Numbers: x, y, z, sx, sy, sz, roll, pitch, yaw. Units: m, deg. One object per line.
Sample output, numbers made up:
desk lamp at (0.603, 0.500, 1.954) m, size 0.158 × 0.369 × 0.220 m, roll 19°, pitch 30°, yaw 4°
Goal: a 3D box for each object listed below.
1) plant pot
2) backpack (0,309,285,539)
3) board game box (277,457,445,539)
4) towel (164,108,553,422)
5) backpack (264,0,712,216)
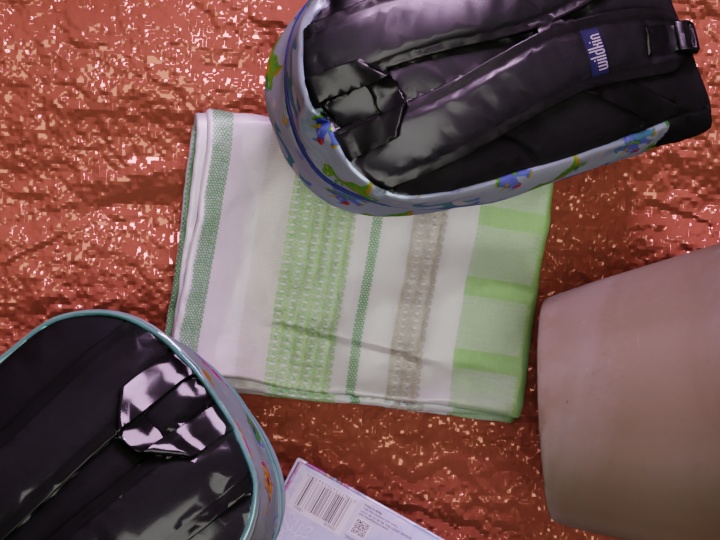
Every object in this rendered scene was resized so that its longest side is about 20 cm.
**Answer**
plant pot at (0.181, 0.069, 1.059) m, size 0.172 × 0.200 × 0.202 m, roll -3°, pitch 98°, yaw 10°
backpack at (-0.136, 0.122, 1.023) m, size 0.200 × 0.153 × 0.176 m, roll -44°, pitch 73°, yaw 7°
board game box at (0.004, 0.232, 1.059) m, size 0.199 × 0.041 × 0.201 m, roll 28°, pitch 77°, yaw 16°
towel at (0.000, 0.000, 1.098) m, size 0.198 × 0.031 × 0.151 m, roll 8°, pitch 97°, yaw -7°
backpack at (0.051, -0.103, 1.039) m, size 0.199 × 0.153 × 0.164 m, roll -28°, pitch 97°, yaw -30°
